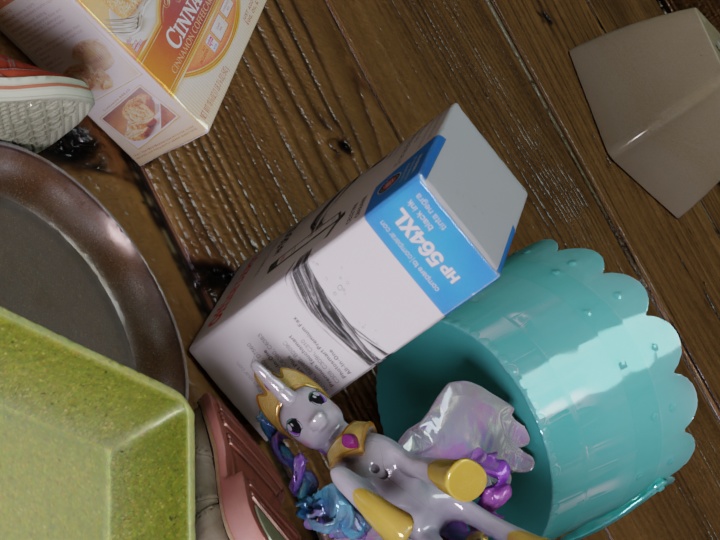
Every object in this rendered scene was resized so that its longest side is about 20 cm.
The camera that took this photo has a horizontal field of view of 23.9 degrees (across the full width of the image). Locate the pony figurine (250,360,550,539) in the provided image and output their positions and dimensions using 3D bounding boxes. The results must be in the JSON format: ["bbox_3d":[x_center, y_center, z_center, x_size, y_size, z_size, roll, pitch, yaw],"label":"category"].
[{"bbox_3d":[0.034,0.132,0.992,0.193,0.167,0.200,42,-8,-37],"label":"pony figurine"}]

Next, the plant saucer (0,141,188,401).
[{"bbox_3d":[-0.172,0.021,0.935,0.200,0.032,0.201,44,27,-29],"label":"plant saucer"}]

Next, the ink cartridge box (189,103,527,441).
[{"bbox_3d":[0.000,0.000,1.095,0.084,0.199,0.146,50,24,-11],"label":"ink cartridge box"}]

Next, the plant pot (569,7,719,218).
[{"bbox_3d":[0.425,-0.227,2.273,0.200,0.176,0.201,34,32,-44],"label":"plant pot"}]

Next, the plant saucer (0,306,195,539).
[{"bbox_3d":[-0.157,0.125,0.779,0.200,0.048,0.201,32,45,-46],"label":"plant saucer"}]

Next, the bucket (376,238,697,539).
[{"bbox_3d":[0.116,0.094,1.189,0.134,0.207,0.208,-23,80,-34],"label":"bucket"}]

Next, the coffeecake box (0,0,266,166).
[{"bbox_3d":[-0.166,-0.197,1.120,0.200,0.073,0.154,45,44,-28],"label":"coffeecake box"}]

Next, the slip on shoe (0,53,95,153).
[{"bbox_3d":[-0.221,-0.102,0.946,0.199,0.074,0.062,0,57,-58],"label":"slip on shoe"}]

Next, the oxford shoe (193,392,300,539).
[{"bbox_3d":[-0.084,0.129,0.935,0.071,0.074,0.200,51,4,-19],"label":"oxford shoe"}]
